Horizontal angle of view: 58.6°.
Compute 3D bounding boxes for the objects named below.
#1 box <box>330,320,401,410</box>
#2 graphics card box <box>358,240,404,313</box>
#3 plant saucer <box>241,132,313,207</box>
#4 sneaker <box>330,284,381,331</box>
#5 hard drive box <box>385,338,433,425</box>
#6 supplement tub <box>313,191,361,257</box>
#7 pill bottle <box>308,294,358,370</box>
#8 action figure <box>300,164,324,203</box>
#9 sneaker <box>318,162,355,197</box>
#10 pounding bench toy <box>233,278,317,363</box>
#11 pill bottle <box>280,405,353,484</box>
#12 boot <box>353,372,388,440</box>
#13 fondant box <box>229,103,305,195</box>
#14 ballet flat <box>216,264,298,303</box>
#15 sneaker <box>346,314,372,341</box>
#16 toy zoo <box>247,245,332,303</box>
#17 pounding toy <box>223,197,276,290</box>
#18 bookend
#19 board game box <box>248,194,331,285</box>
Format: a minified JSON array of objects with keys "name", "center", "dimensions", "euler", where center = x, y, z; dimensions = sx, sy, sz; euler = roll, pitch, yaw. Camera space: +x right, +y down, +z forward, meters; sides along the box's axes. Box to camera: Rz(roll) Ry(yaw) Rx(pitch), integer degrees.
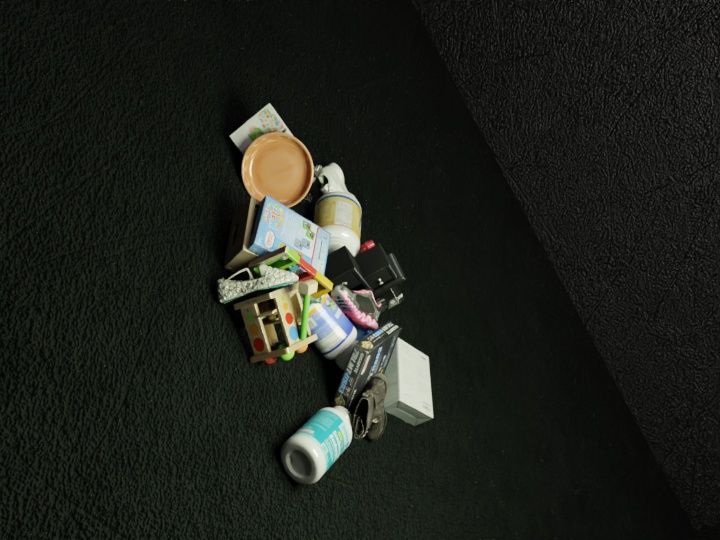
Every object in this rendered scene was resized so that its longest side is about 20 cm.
[{"name":"box","center":[0.017,0.250,1.658],"dimensions":[0.049,0.204,0.197],"euler":[28,25,19]},{"name":"graphics card box","center":[0.031,0.029,1.900],"dimensions":[0.203,0.124,0.051],"euler":[60,32,1]},{"name":"plant saucer","center":[-0.224,-0.270,1.740],"dimensions":[0.202,0.198,0.037],"euler":[53,3,-10]},{"name":"sneaker","center":[-0.005,0.080,1.714],"dimensions":[0.200,0.078,0.097],"euler":[45,64,-44]},{"name":"hard drive box","center":[0.131,0.322,1.858],"dimensions":[0.155,0.076,0.204],"euler":[34,41,-35]},{"name":"supplement tub","center":[-0.069,-0.111,1.852],"dimensions":[0.144,0.143,0.204],"euler":[35,41,-33]},{"name":"pill bottle","center":[-0.078,0.157,1.665],"dimensions":[0.201,0.111,0.113],"euler":[51,34,-14]},{"name":"action figure","center":[-0.168,-0.297,1.901],"dimensions":[0.117,0.102,0.204],"euler":[22,49,-28]},{"name":"sneaker","center":[-0.076,-0.234,2.024],"dimensions":[0.099,0.074,0.203],"euler":[-27,88,-39]},{"name":"pounding bench toy","center":[-0.165,0.119,1.474],"dimensions":[0.123,0.196,0.160],"euler":[-19,92,-56]},{"name":"pill bottle","center":[-0.089,0.390,1.472],"dimensions":[0.112,0.110,0.199],"euler":[58,33,-1]},{"name":"boot","center":[0.016,0.364,1.586],"dimensions":[0.174,0.067,0.206],"euler":[-45,141,-67]},{"name":"fondant box","center":[-0.245,-0.333,1.774],"dimensions":[0.202,0.143,0.058],"euler":[53,4,-11]},{"name":"ballet flat","center":[-0.242,0.022,1.470],"dimensions":[0.072,0.195,0.074],"euler":[-15,89,-84]},{"name":"sneaker","center":[0.001,0.179,1.790],"dimensions":[0.065,0.077,0.204],"euler":[34,42,-36]},{"name":"toy zoo","center":[-0.156,0.021,1.530],"dimensions":[0.199,0.129,0.021],"euler":[40,44,-36]},{"name":"pounding toy","center":[-0.240,-0.069,1.621],"dimensions":[0.181,0.141,0.204],"euler":[25,49,-30]},{"name":"bookend","center":[0.000,0.000,1.746],"dimensions":[0.094,0.197,0.199],"euler":[64,6,29]},{"name":"board game box","center":[-0.167,-0.072,1.557],"dimensions":[0.198,0.036,0.154],"euler":[31,47,-27]}]
